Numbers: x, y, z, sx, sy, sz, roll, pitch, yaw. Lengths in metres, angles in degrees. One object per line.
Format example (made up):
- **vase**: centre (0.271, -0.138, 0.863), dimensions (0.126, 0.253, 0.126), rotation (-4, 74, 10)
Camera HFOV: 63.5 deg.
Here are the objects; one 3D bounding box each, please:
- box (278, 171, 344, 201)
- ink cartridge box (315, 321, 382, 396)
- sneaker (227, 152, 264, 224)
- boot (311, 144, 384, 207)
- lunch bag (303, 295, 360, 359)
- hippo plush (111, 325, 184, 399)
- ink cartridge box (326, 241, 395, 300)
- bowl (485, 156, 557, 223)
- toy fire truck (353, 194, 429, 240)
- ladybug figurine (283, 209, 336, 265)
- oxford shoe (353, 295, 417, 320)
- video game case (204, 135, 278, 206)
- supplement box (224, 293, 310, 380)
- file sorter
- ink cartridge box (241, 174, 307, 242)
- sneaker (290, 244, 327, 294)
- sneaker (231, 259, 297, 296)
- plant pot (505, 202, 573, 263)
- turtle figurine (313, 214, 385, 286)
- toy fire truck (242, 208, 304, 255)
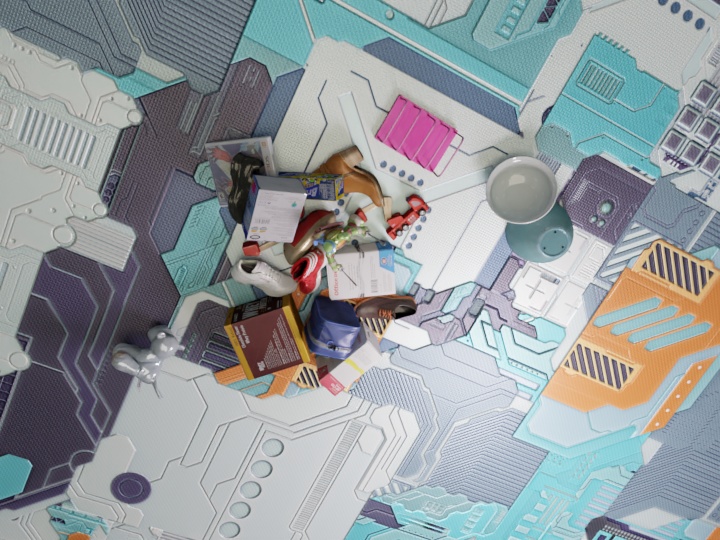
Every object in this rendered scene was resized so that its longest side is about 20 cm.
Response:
- **box**: centre (-0.150, -0.235, 1.620), dimensions (0.199, 0.070, 0.064), rotation (6, 112, 17)
- **ink cartridge box**: centre (-0.036, 0.273, 1.818), dimensions (0.200, 0.145, 0.083), rotation (-40, 110, 9)
- **sneaker**: centre (-0.307, -0.215, 1.580), dimensions (0.091, 0.076, 0.200), rotation (12, 119, 6)
- **boot**: centre (-0.032, -0.240, 1.667), dimensions (0.154, 0.074, 0.200), rotation (-29, 99, 12)
- **lunch bag**: centre (-0.088, 0.182, 1.750), dimensions (0.136, 0.200, 0.133), rotation (16, 109, -16)
- **hippo plush**: centre (-0.629, 0.239, 1.730), dimensions (0.159, 0.200, 0.161), rotation (35, 96, -39)
- **ink cartridge box**: centre (0.000, 0.000, 1.752), dimensions (0.199, 0.086, 0.147), rotation (-5, 111, -2)
- **bowl**: centre (0.466, -0.222, 1.696), dimensions (0.201, 0.090, 0.202), rotation (-2, 79, 12)
- **toy fire truck**: centre (0.087, -0.169, 1.718), dimensions (0.200, 0.049, 0.141), rotation (-42, 107, 9)
- **ladybug figurine**: centre (-0.151, -0.104, 1.677), dimensions (0.072, 0.136, 0.200), rotation (42, 82, 3)
- **oxford shoe**: centre (0.079, 0.120, 1.812), dimensions (0.199, 0.073, 0.071), rotation (-8, 112, -3)
- **video game case**: centre (-0.322, -0.271, 1.611), dimensions (0.199, 0.023, 0.183), rotation (-1, 112, 20)
- **supplement box**: centre (-0.279, 0.194, 1.770), dimensions (0.200, 0.133, 0.198), rotation (-18, 111, 1)
- **file sorter**: centre (0.164, -0.369, 1.610), dimensions (0.200, 0.125, 0.139), rotation (28, 106, -15)
- **ink cartridge box**: centre (-0.239, -0.151, 1.573), dimensions (0.136, 0.076, 0.200), rotation (2, 129, -26)
- **sneaker**: centre (-0.169, 0.012, 1.694), dimensions (0.078, 0.115, 0.200), rotation (43, 137, 20)
- **sneaker**: centre (-0.281, 0.020, 1.718), dimensions (0.200, 0.075, 0.100), rotation (16, 152, -13)
- **plant pot**: centre (0.555, -0.104, 1.746), dimensions (0.200, 0.135, 0.201), rotation (-2, 111, -5)
- **turtle figurine**: centre (-0.027, -0.065, 1.618), dimensions (0.199, 0.194, 0.144), rotation (11, 117, 5)
- **toy fire truck**: centre (-0.253, -0.129, 1.689), dimensions (0.199, 0.049, 0.141), rotation (-13, 113, -3)
